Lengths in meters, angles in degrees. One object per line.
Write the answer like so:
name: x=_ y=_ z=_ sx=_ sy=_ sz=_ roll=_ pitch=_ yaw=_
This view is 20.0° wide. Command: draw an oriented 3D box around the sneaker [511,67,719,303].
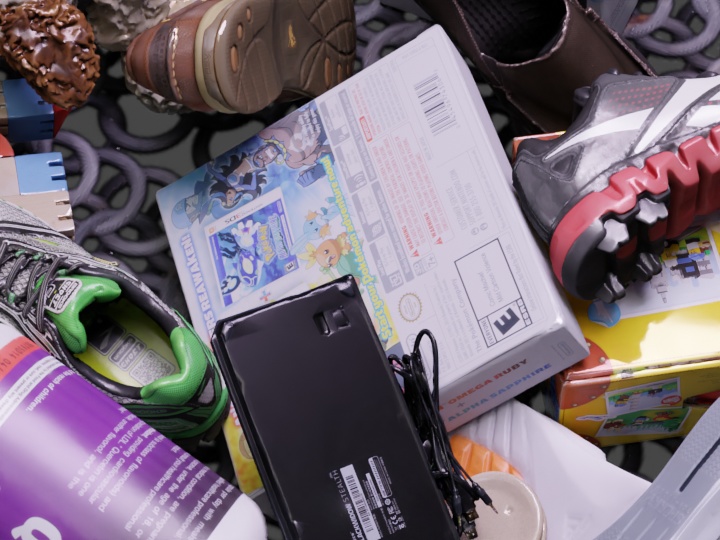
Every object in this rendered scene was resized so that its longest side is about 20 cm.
sneaker: x=0.158 y=-0.067 z=1.002 sx=0.199 sy=0.071 sz=0.098 roll=-29 pitch=57 yaw=-19

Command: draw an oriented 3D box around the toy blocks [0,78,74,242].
toy blocks: x=-0.212 y=-0.023 z=1.083 sx=0.135 sy=0.100 sz=0.202 roll=-6 pitch=60 yaw=-14

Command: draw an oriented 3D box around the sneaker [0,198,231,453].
sneaker: x=-0.149 y=0.010 z=0.985 sx=0.199 sy=0.085 sz=0.078 roll=28 pitch=70 yaw=8

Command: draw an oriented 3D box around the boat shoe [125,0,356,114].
boat shoe: x=-0.058 y=-0.124 z=1.094 sx=0.067 sy=0.200 sz=0.073 roll=2 pitch=101 yaw=22

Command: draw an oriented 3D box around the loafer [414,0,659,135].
loafer: x=0.095 y=-0.113 z=1.079 sx=0.199 sy=0.071 sz=0.073 roll=37 pitch=99 yaw=-18

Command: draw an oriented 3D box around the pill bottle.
pill bottle: x=-0.121 y=0.121 z=0.919 sx=0.199 sy=0.113 sz=0.113 roll=35 pitch=64 yaw=4

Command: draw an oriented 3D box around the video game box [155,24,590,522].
video game box: x=0.000 y=0.000 z=1.032 sx=0.181 sy=0.047 sz=0.201 roll=-28 pitch=54 yaw=12

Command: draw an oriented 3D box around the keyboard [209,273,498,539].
keyboard: x=0.006 y=0.105 z=0.933 sx=0.103 sy=0.040 sz=0.202 roll=-18 pitch=82 yaw=-22

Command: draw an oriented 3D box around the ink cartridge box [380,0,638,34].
ink cartridge box: x=0.084 y=-0.213 z=1.116 sx=0.145 sy=0.201 sz=0.083 roll=21 pitch=63 yaw=16

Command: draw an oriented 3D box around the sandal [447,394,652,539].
sandal: x=0.101 y=0.122 z=0.986 sx=0.206 sy=0.059 sz=0.080 roll=28 pitch=87 yaw=31

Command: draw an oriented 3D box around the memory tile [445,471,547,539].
memory tile: x=0.024 y=0.200 z=0.935 sx=0.199 sy=0.017 sz=0.154 roll=-32 pitch=62 yaw=0

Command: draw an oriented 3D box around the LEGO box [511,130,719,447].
LEGO box: x=0.185 y=-0.001 z=1.049 sx=0.198 sy=0.077 sz=0.150 roll=-7 pitch=58 yaw=-2

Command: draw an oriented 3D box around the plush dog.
plush dog: x=-0.171 y=-0.176 z=1.106 sx=0.199 sy=0.161 sz=0.171 roll=35 pitch=41 yaw=21

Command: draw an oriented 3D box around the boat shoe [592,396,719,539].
boat shoe: x=0.139 y=0.134 z=0.885 sx=0.062 sy=0.072 sz=0.200 roll=40 pitch=95 yaw=-18
